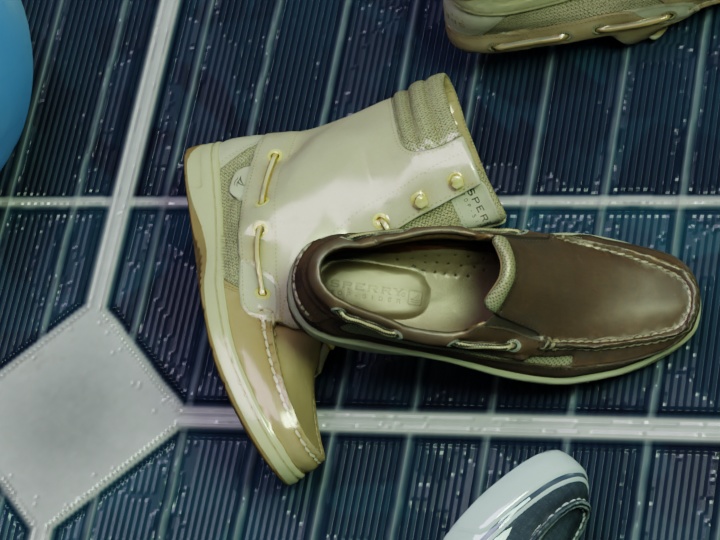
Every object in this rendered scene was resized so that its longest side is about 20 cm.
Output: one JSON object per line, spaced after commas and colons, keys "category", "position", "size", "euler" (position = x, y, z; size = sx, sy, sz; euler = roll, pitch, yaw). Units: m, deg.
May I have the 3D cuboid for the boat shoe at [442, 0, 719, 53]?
{"category": "boat shoe", "position": [0.140, -0.155, 1.510], "size": [0.199, 0.065, 0.071], "euler": [-7, 51, -2]}

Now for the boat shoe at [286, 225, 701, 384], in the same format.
{"category": "boat shoe", "position": [0.067, 0.014, 1.390], "size": [0.202, 0.075, 0.075], "euler": [0, 78, -6]}

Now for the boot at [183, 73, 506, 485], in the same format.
{"category": "boot", "position": [0.000, 0.000, 1.464], "size": [0.155, 0.073, 0.200], "euler": [-18, 53, 8]}

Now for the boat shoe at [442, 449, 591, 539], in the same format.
{"category": "boat shoe", "position": [0.060, 0.183, 1.336], "size": [0.091, 0.071, 0.200], "euler": [35, 83, 31]}

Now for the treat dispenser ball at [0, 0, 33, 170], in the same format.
{"category": "treat dispenser ball", "position": [-0.274, -0.109, 1.546], "size": [0.200, 0.201, 0.201], "euler": [-9, 58, 15]}
